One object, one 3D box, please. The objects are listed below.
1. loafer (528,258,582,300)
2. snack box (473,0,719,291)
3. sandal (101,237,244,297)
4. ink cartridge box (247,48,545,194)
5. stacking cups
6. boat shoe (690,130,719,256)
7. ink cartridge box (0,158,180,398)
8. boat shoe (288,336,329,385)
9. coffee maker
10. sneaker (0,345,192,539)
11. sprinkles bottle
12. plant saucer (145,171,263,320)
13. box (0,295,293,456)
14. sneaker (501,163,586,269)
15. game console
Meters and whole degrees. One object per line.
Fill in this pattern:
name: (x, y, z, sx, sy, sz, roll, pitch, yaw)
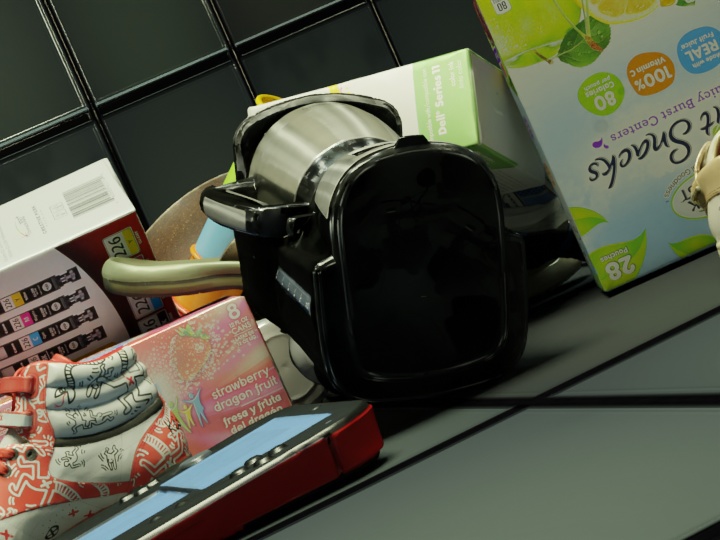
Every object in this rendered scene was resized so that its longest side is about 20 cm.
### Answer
loafer: (0.063, 0.007, 1.502, 0.199, 0.069, 0.076, -23, 2, 24)
snack box: (0.184, -0.111, 1.287, 0.168, 0.201, 0.068, -25, 2, 4)
sandal: (-0.062, -0.015, 1.307, 0.200, 0.058, 0.080, -3, -1, -6)
ink cartridge box: (0.006, -0.077, 1.358, 0.199, 0.068, 0.117, -13, -16, 24)
stacking cups: (-0.084, -0.022, 1.474, 0.201, 0.060, 0.060, -65, -12, 17)
boat shoe: (0.219, -0.050, 1.156, 0.073, 0.069, 0.200, -24, 2, 11)
ink cartridge box: (-0.205, 0.057, 1.393, 0.175, 0.201, 0.084, -25, 34, -7)
boat shoe: (0.022, 0.038, 1.363, 0.199, 0.069, 0.057, -18, -7, -44)
coffee maker: (0.015, 0.005, 1.171, 0.134, 0.193, 0.200, -31, 20, -7)
sneaker: (-0.197, 0.117, 1.183, 0.201, 0.108, 0.067, -25, 3, -20)
sprinkles bottle: (-0.067, 0.068, 1.469, 0.068, 0.069, 0.200, -25, 2, -10)
plant saucer: (-0.101, 0.017, 1.569, 0.200, 0.034, 0.201, -29, -40, -27)
box: (-0.147, 0.097, 1.286, 0.199, 0.095, 0.103, -25, 3, -8)
sneaker: (0.116, -0.048, 1.406, 0.199, 0.077, 0.076, 1, -23, 26)
game console: (-0.086, 0.115, 1.051, 0.176, 0.031, 0.200, -25, 2, -16)
